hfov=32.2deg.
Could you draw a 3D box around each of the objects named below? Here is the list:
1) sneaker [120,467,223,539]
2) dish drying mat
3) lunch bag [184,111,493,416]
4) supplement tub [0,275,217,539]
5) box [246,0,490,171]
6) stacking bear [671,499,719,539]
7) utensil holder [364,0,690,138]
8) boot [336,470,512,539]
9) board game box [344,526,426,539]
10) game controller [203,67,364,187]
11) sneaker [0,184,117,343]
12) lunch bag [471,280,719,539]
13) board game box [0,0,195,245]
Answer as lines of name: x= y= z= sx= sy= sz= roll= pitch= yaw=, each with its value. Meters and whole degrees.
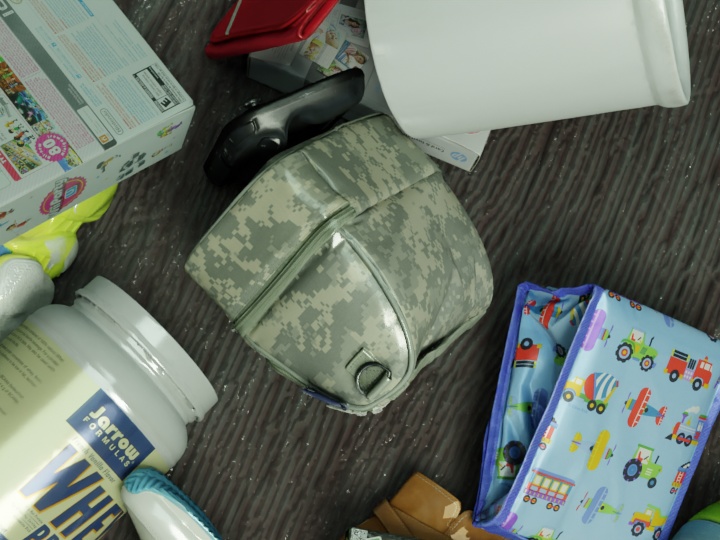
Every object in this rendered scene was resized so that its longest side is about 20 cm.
sneaker: x=-0.112 y=0.218 z=0.824 sx=0.081 sy=0.077 sz=0.200 roll=-31 pitch=117 yaw=-13
dish drying mat: x=-0.063 y=-0.195 z=0.931 sx=0.018 sy=0.200 sz=0.077 roll=42 pitch=77 yaw=-22
lunch bag: x=0.000 y=0.000 z=0.876 sx=0.168 sy=0.200 sz=0.139 roll=45 pitch=117 yaw=7
supplement tub: x=-0.210 y=0.115 z=0.845 sx=0.145 sy=0.145 sz=0.200 roll=44 pitch=74 yaw=6
box: x=0.029 y=-0.191 z=1.020 sx=0.200 sy=0.041 sz=0.156 roll=22 pitch=71 yaw=0
stacking bear: x=0.297 y=0.208 z=0.907 sx=0.200 sy=0.122 sz=0.114 roll=-35 pitch=56 yaw=-25
utensil holder: x=0.121 y=-0.186 z=0.886 sx=0.200 sy=0.170 sz=0.170 roll=-7 pitch=73 yaw=19
boot: x=0.061 y=0.255 z=0.886 sx=0.200 sy=0.077 sz=0.155 roll=39 pitch=69 yaw=12
board game box: x=0.081 y=0.242 z=0.844 sx=0.200 sy=0.023 sz=0.105 roll=11 pitch=68 yaw=-7
game controller: x=-0.058 y=-0.102 z=0.902 sx=0.104 sy=0.200 sz=0.042 roll=-34 pitch=93 yaw=-13
sneaker: x=-0.267 y=-0.022 z=0.918 sx=0.105 sy=0.076 sz=0.200 roll=23 pitch=56 yaw=10
lunch bag: x=0.172 y=0.126 z=0.907 sx=0.150 sy=0.094 sz=0.200 roll=22 pitch=80 yaw=-28
board game box: x=-0.242 y=-0.114 z=0.882 sx=0.200 sy=0.064 sz=0.148 roll=-33 pitch=79 yaw=-30
